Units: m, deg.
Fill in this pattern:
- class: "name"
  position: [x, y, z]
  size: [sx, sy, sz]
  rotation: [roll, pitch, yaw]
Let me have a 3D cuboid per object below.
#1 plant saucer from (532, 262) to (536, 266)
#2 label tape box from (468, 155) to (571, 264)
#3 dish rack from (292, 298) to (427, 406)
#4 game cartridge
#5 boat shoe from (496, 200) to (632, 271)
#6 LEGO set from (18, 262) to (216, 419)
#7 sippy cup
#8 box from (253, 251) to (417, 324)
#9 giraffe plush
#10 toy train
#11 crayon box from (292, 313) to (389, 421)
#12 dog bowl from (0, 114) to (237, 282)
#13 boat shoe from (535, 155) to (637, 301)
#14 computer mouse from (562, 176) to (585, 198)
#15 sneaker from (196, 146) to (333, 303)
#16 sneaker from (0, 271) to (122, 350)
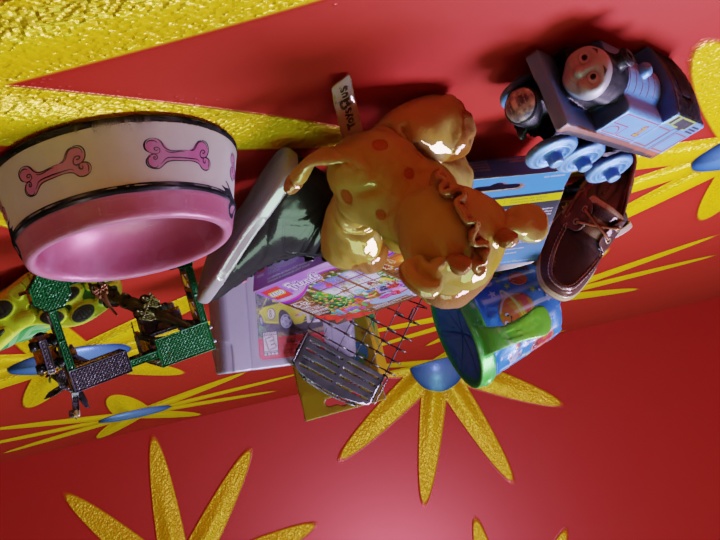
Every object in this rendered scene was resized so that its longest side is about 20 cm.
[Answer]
- class: "plant saucer"
  position: [0.285, -0.032, 1.237]
  size: [0.200, 0.027, 0.200]
  rotation: [-41, 176, -4]
- class: "label tape box"
  position: [0.128, -0.073, 0.936]
  size: [0.142, 0.064, 0.201]
  rotation: [-6, 155, -3]
- class: "dish rack"
  position: [0.008, 0.071, 1.147]
  size: [0.152, 0.202, 0.054]
  rotation: [30, 173, -24]
- class: "game cartridge"
  position: [-0.097, 0.055, 1.151]
  size: [0.197, 0.135, 0.041]
  rotation: [-5, 176, -30]
- class: "boat shoe"
  position: [0.236, -0.052, 1.089]
  size: [0.198, 0.061, 0.072]
  rotation: [-16, -174, -11]
- class: "LEGO set"
  position: [-0.245, 0.043, 0.907]
  size: [0.198, 0.156, 0.115]
  rotation: [-28, -169, -25]
- class: "sippy cup"
  position: [0.171, 0.057, 1.097]
  size: [0.129, 0.178, 0.141]
  rotation: [-21, 133, -14]
- class: "box"
  position: [0.000, 0.000, 0.955]
  size: [0.198, 0.040, 0.136]
  rotation: [-21, 147, 38]
- class: "giraffe plush"
  position: [0.056, -0.043, 0.701]
  size: [0.172, 0.162, 0.200]
  rotation: [-44, 148, 0]
- class: "toy train"
  position: [0.202, -0.138, 0.754]
  size: [0.114, 0.088, 0.199]
  rotation: [-34, 156, 35]
- class: "crayon box"
  position: [-0.038, 0.096, 1.246]
  size: [0.125, 0.203, 0.051]
  rotation: [-16, 168, 16]
- class: "dog bowl"
  position: [-0.190, -0.049, 0.721]
  size: [0.197, 0.075, 0.200]
  rotation: [-13, 169, -3]
- class: "boat shoe"
  position: [0.264, -0.058, 1.020]
  size: [0.201, 0.072, 0.072]
  rotation: [-53, 174, -23]
- class: "computer mouse"
  position: [0.215, -0.096, 1.083]
  size: [0.197, 0.035, 0.059]
  rotation: [-15, 177, -21]
- class: "sneaker"
  position: [-0.077, -0.020, 0.831]
  size: [0.098, 0.071, 0.200]
  rotation: [23, 130, -25]
- class: "sneaker"
  position: [-0.347, 0.033, 0.968]
  size: [0.197, 0.075, 0.084]
  rotation: [-19, -168, 11]
